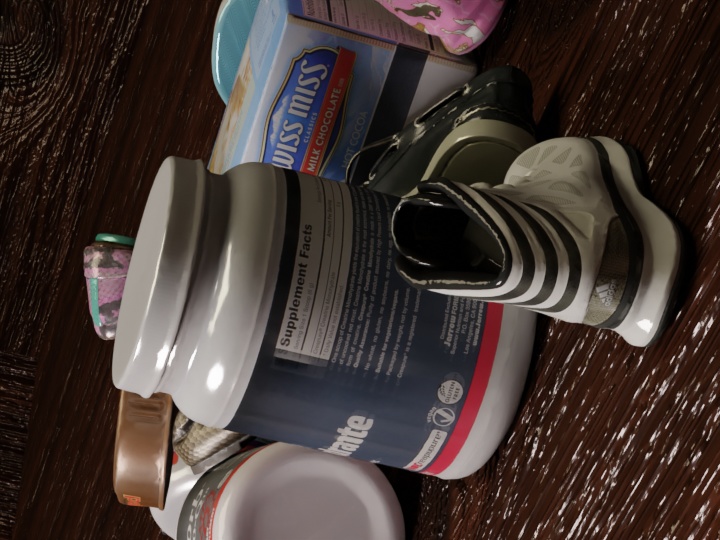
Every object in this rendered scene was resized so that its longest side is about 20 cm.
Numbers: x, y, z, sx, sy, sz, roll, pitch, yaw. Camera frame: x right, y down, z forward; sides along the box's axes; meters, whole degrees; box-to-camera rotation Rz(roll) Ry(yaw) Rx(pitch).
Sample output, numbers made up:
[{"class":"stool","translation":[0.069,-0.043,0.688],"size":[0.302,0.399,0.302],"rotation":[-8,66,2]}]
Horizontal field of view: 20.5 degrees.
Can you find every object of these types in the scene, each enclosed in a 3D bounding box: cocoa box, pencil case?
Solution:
[{"class":"cocoa box","translation":[-0.021,-0.090,1.325],"size":[0.134,0.131,0.201],"rotation":[-101,28,-61]},{"class":"pencil case","translation":[0.002,-0.203,1.205],"size":[0.083,0.199,0.087],"rotation":[-62,17,14]}]

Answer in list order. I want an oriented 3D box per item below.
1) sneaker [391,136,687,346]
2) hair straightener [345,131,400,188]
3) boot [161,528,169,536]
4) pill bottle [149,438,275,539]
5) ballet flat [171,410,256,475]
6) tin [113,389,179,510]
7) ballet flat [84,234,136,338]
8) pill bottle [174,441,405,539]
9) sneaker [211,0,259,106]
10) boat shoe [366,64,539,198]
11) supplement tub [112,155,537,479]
[{"class":"sneaker","translation":[0.068,-0.031,0.918],"size":[0.201,0.115,0.076],"rotation":[-119,44,-72]},{"class":"hair straightener","translation":[0.000,0.000,1.259],"size":[0.041,0.077,0.201],"rotation":[-61,-12,-72]},{"class":"boot","translation":[-0.109,0.124,1.583],"size":[0.066,0.164,0.201],"rotation":[-42,55,33]},{"class":"pill bottle","translation":[-0.092,0.101,1.473],"size":[0.113,0.112,0.201],"rotation":[119,160,-49]},{"class":"ballet flat","translation":[-0.037,0.060,1.221],"size":[0.200,0.046,0.067],"rotation":[-33,0,21]},{"class":"tin","translation":[-0.133,0.055,1.304],"size":[0.112,0.042,0.201],"rotation":[126,151,-76]},{"class":"ballet flat","translation":[-0.086,0.020,1.174],"size":[0.069,0.200,0.072],"rotation":[9,94,39]},{"class":"pill bottle","translation":[-0.052,0.166,1.228],"size":[0.200,0.115,0.116],"rotation":[150,133,-73]},{"class":"sneaker","translation":[-0.071,-0.162,1.581],"size":[0.131,0.079,0.201],"rotation":[-96,-6,-53]},{"class":"boat shoe","translation":[0.045,-0.056,1.141],"size":[0.199,0.074,0.066],"rotation":[127,156,-60]},{"class":"supplement tub","translation":[-0.019,0.023,1.045],"size":[0.140,0.199,0.141],"rotation":[-166,90,-77]}]
